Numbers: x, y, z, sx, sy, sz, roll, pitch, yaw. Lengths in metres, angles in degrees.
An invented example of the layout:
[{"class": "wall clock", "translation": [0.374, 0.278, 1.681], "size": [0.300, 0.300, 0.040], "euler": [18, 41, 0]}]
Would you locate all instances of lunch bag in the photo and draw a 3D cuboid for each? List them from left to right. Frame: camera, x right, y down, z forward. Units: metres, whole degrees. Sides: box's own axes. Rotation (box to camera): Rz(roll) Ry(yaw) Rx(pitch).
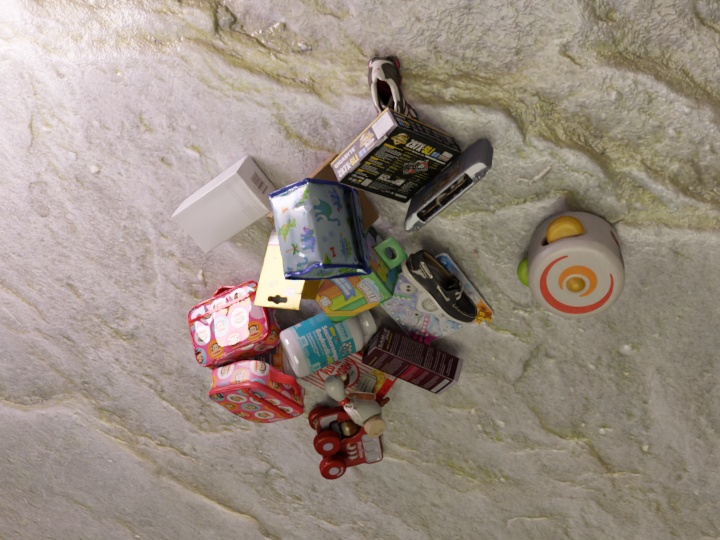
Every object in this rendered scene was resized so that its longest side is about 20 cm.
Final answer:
[{"class": "lunch bag", "translation": [-0.284, 0.113, 1.829], "size": [0.199, 0.177, 0.082], "euler": [-25, 154, 14]}, {"class": "lunch bag", "translation": [-0.215, 0.266, 1.808], "size": [0.175, 0.082, 0.200], "euler": [-15, 145, 28]}, {"class": "lunch bag", "translation": [-0.055, -0.073, 1.527], "size": [0.127, 0.199, 0.171], "euler": [-15, 80, 35]}]

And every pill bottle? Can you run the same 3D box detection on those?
[{"class": "pill bottle", "translation": [-0.238, 0.197, 1.896], "size": [0.199, 0.117, 0.117], "euler": [-3, 123, 15]}, {"class": "pill bottle", "translation": [-0.068, 0.144, 1.786], "size": [0.199, 0.111, 0.111], "euler": [-25, 121, -12]}]

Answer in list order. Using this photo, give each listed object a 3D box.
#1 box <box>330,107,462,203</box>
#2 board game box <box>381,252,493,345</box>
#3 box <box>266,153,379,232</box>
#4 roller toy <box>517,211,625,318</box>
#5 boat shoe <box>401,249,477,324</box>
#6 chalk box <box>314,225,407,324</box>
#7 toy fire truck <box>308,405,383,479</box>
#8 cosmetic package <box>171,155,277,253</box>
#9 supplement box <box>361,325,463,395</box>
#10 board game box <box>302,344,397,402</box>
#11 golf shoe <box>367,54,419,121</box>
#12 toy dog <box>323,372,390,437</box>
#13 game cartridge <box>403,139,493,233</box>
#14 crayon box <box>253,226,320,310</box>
[{"class": "box", "translation": [0.068, -0.206, 1.512], "size": [0.199, 0.050, 0.160], "euler": [11, 135, -47]}, {"class": "board game box", "translation": [0.151, 0.074, 1.758], "size": [0.199, 0.026, 0.200], "euler": [-26, 122, 27]}, {"class": "box", "translation": [-0.069, -0.105, 1.609], "size": [0.021, 0.200, 0.164], "euler": [4, 134, 55]}, {"class": "roller toy", "translation": [0.415, -0.008, 1.582], "size": [0.181, 0.140, 0.201], "euler": [22, 126, -3]}, {"class": "boat shoe", "translation": [0.172, 0.032, 1.657], "size": [0.200, 0.074, 0.060], "euler": [42, 129, -15]}, {"class": "chalk box", "translation": [0.000, 0.000, 1.697], "size": [0.199, 0.124, 0.125], "euler": [-27, 115, 28]}, {"class": "toy fire truck", "translation": [-0.033, 0.408, 2.012], "size": [0.167, 0.112, 0.201], "euler": [-13, 124, -7]}, {"class": "cosmetic package", "translation": [-0.279, -0.134, 1.700], "size": [0.199, 0.081, 0.113], "euler": [-27, 114, 29]}, {"class": "supplement box", "translation": [0.113, 0.201, 1.821], "size": [0.199, 0.061, 0.109], "euler": [23, 151, -8]}, {"class": "board game box", "translation": [-0.024, 0.232, 1.911], "size": [0.199, 0.046, 0.152], "euler": [27, 126, -5]}, {"class": "golf shoe", "translation": [0.055, -0.292, 1.506], "size": [0.077, 0.088, 0.201], "euler": [-11, 123, 19]}, {"class": "toy dog", "translation": [0.004, 0.290, 1.853], "size": [0.132, 0.096, 0.200], "euler": [39, 169, 31]}, {"class": "game cartridge", "translation": [0.164, -0.161, 1.540], "size": [0.042, 0.133, 0.200], "euler": [42, 118, -17]}, {"class": "crayon box", "translation": [-0.137, -0.015, 1.664], "size": [0.126, 0.201, 0.051], "euler": [4, 165, 36]}]
